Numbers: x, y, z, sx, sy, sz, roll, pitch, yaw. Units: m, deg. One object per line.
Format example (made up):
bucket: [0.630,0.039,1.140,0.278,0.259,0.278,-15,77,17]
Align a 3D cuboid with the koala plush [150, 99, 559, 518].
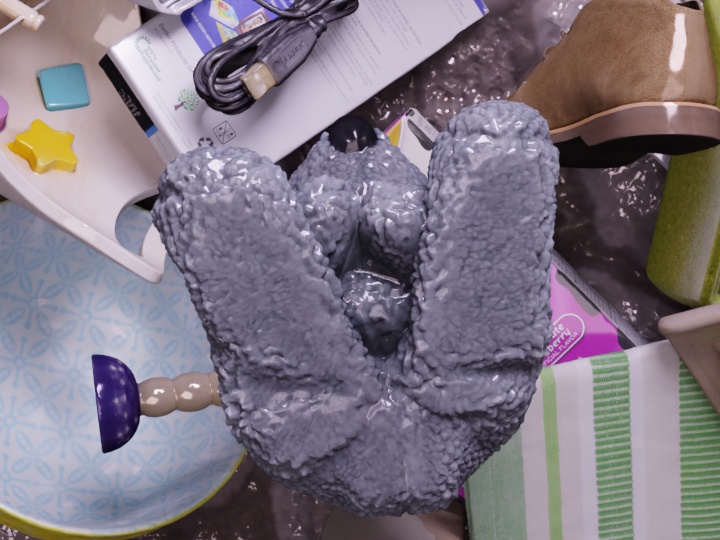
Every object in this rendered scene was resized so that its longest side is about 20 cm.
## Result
koala plush: [0.000,0.000,0.740,0.177,0.200,0.185,-9,110,-3]

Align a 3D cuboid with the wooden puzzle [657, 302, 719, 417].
wooden puzzle: [0.275,0.071,0.787,0.185,0.037,0.200,-18,127,34]

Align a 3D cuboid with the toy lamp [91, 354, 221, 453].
toy lamp: [-0.039,0.056,0.812,0.199,0.058,0.058,-5,100,-11]

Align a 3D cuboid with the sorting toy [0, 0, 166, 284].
sorting toy: [-0.158,-0.074,0.829,0.180,0.200,0.107,38,123,-3]

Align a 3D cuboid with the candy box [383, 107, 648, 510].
candy box: [0.050,0.026,0.876,0.200,0.061,0.136,44,101,-3]

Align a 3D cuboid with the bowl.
bowl: [-0.167,0.067,0.871,0.200,0.200,0.108,43,143,-3]

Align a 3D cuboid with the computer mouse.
computer mouse: [-0.102,-0.167,0.793,0.200,0.044,0.110,37,71,5]

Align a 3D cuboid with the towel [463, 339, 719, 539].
towel: [0.150,0.108,0.849,0.199,0.023,0.153,-12,115,-14]

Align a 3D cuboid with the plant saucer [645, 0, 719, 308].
plant saucer: [0.250,-0.031,0.759,0.199,0.048,0.200,12,135,10]

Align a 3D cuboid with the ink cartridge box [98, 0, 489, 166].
ink cartridge box: [-0.034,-0.127,0.842,0.200,0.039,0.100,-35,96,-19]

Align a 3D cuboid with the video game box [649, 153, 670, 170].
video game box: [0.246,-0.106,0.840,0.200,0.047,0.182,42,100,-3]

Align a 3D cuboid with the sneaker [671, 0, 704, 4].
sneaker: [0.233,-0.090,0.796,0.200,0.074,0.080,32,126,-2]

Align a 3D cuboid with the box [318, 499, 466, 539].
box: [0.010,0.184,0.837,0.077,0.200,0.095,11,101,4]

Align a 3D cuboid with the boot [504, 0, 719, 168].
boot: [0.116,-0.093,0.797,0.073,0.200,0.076,2,86,-26]
